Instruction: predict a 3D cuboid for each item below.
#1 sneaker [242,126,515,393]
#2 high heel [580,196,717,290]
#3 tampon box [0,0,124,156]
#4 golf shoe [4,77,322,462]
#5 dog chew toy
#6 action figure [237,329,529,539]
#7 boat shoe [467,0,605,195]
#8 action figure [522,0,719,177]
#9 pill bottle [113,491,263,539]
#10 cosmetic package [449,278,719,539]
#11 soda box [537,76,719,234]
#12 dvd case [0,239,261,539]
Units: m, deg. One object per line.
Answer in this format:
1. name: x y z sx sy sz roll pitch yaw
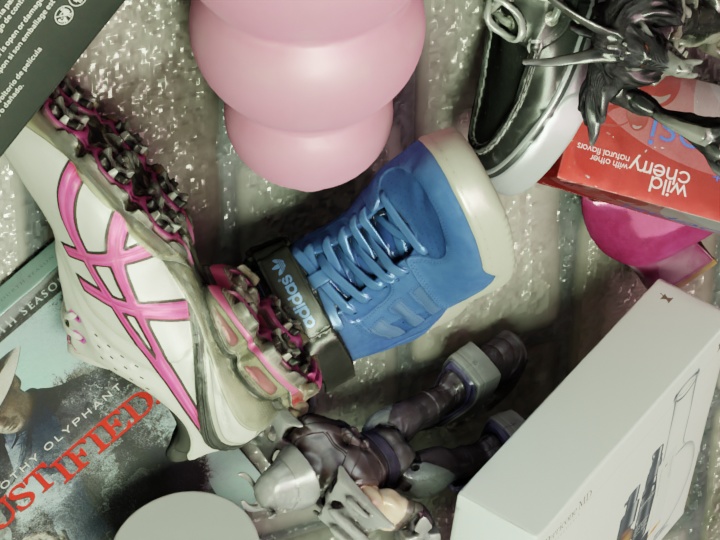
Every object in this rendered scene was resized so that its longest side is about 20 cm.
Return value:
1. sneaker: 0.001 0.001 1.321 0.111 0.077 0.200 -25 172 -14
2. high heel: 0.204 -0.073 1.462 0.200 0.067 0.096 -35 143 8
3. tampon box: -0.214 -0.146 1.091 0.126 0.150 0.200 -51 131 4
4. golf shoe: -0.109 0.003 1.274 0.092 0.073 0.200 -35 104 15
5. dog chew toy: -0.024 -0.120 1.255 0.124 0.125 0.200 -20 134 -22
6. action figure: 0.016 0.095 1.407 0.200 0.130 0.069 -14 149 -43
7. boat shoe: 0.085 -0.135 1.343 0.068 0.074 0.200 16 106 -31
8. action figure: 0.175 -0.110 1.311 0.200 0.102 0.119 -11 117 -39
9. pill bottle: -0.071 0.198 1.403 0.104 0.104 0.200 -28 141 -15
10. cosmetic package: 0.111 0.119 1.435 0.200 0.052 0.151 -43 150 -40
11. soda box: 0.187 -0.053 1.409 0.199 0.063 0.070 15 89 -13
12. dvd case: -0.146 0.093 1.367 0.146 0.022 0.200 -40 131 -5
